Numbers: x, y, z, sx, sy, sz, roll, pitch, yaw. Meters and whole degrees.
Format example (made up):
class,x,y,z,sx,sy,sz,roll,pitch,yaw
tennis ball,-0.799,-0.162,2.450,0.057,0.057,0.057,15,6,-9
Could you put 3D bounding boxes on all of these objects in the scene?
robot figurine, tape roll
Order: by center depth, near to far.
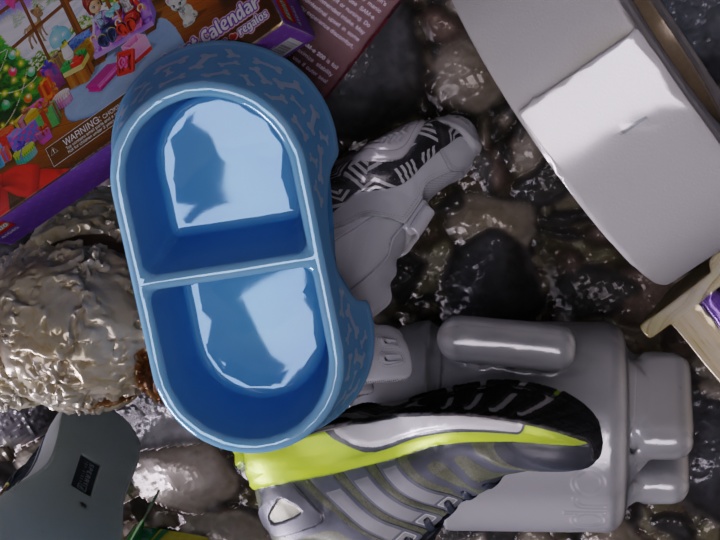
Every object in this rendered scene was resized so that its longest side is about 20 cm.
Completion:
class,x,y,z,sx,sy,sz,roll,pitch,yaw
tape roll,0.124,-0.094,1.119,0.071,0.203,0.203,-33,103,14
robot figurine,0.079,0.084,1.229,0.199,0.113,0.170,0,135,5

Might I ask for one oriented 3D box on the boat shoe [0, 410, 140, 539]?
class,x,y,z,sx,sy,sz,roll,pitch,yaw
boat shoe,-0.174,0.152,1.230,0.071,0.200,0.091,33,112,-6

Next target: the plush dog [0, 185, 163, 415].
class,x,y,z,sx,sy,sz,roll,pitch,yaw
plush dog,-0.134,0.019,1.194,0.199,0.172,0.161,6,109,4

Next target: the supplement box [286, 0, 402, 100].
class,x,y,z,sx,sy,sz,roll,pitch,yaw
supplement box,-0.014,-0.142,1.164,0.061,0.109,0.200,36,109,-6

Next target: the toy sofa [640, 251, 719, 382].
class,x,y,z,sx,sy,sz,roll,pitch,yaw
toy sofa,0.246,0.064,1.167,0.098,0.083,0.200,-39,89,27

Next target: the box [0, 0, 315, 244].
class,x,y,z,sx,sy,sz,roll,pitch,yaw
box,-0.136,-0.122,1.131,0.200,0.039,0.137,-33,72,18

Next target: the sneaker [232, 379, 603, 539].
class,x,y,z,sx,sy,sz,roll,pitch,yaw
sneaker,0.032,0.105,1.145,0.199,0.074,0.081,-10,97,30

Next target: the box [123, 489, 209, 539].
class,x,y,z,sx,sy,sz,roll,pitch,yaw
box,-0.126,0.236,1.296,0.048,0.117,0.201,8,110,9

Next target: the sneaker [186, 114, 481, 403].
class,x,y,z,sx,sy,sz,roll,pitch,yaw
sneaker,0.000,0.000,1.177,0.075,0.199,0.115,-23,94,55

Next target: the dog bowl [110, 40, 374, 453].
class,x,y,z,sx,sy,sz,roll,pitch,yaw
dog bowl,-0.059,-0.006,1.076,0.111,0.050,0.201,-8,104,9
